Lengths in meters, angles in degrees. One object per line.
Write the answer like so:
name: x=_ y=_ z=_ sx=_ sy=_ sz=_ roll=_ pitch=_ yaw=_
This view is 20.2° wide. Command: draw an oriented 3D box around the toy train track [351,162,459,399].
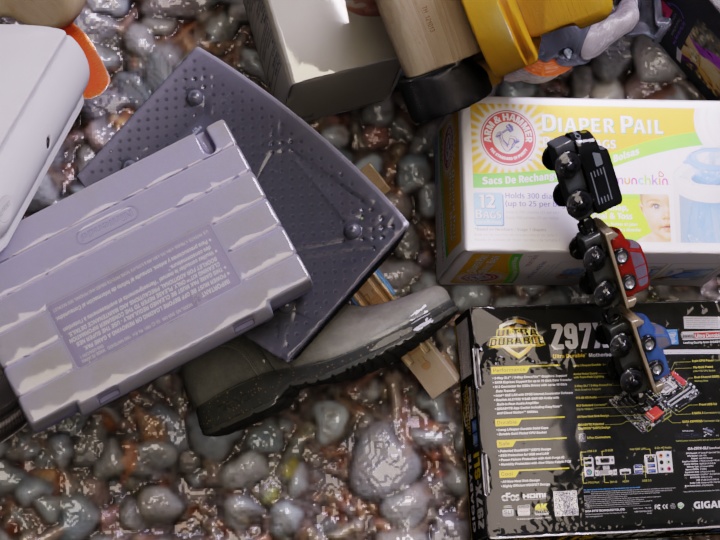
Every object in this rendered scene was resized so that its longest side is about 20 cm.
toy train track: x=0.000 y=0.000 z=1.397 sx=0.114 sy=0.033 sz=0.201 roll=-37 pitch=93 yaw=18

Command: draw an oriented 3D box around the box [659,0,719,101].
box: x=0.287 y=-0.195 z=1.456 sx=0.122 sy=0.106 sz=0.200 roll=-38 pitch=85 yaw=-16

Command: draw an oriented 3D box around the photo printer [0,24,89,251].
photo printer: x=-0.280 y=-0.078 z=1.293 sx=0.165 sy=0.070 sz=0.201 roll=3 pitch=41 yaw=16

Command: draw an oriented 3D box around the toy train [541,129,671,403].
toy train: x=0.167 y=-0.002 z=1.331 sx=0.045 sy=0.034 sz=0.201 roll=-24 pitch=115 yaw=-9

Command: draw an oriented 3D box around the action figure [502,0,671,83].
action figure: x=0.117 y=-0.215 z=1.403 sx=0.198 sy=0.195 sz=0.105 roll=19 pitch=43 yaw=17

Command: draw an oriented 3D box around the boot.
boot: x=-0.045 y=0.017 z=1.358 sx=0.198 sy=0.068 sz=0.132 roll=-23 pitch=81 yaw=2

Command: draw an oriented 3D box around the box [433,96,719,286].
box: x=0.155 y=-0.053 z=1.403 sx=0.198 sy=0.101 sz=0.114 roll=0 pitch=77 yaw=-9

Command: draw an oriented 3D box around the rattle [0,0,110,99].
rattle: x=-0.230 y=-0.223 z=1.423 sx=0.130 sy=0.143 sz=0.200 roll=-40 pitch=102 yaw=16

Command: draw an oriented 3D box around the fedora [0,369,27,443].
fedora: x=-0.286 y=0.032 z=1.319 sx=0.198 sy=0.090 sz=0.179 roll=13 pitch=74 yaw=-5

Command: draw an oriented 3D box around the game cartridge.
game cartridge: x=-0.144 y=0.005 z=1.277 sx=0.199 sy=0.038 sz=0.130 roll=-27 pitch=79 yaw=-10

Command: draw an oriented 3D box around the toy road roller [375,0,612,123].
toy road roller: x=0.086 y=-0.185 z=1.316 sx=0.145 sy=0.200 sz=0.124 roll=-19 pitch=103 yaw=13

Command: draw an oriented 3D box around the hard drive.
hard drive: x=-0.076 y=-0.042 z=1.338 sx=0.200 sy=0.042 sz=0.135 roll=40 pitch=82 yaw=19

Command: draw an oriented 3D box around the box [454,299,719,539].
box: x=0.171 y=0.104 z=1.394 sx=0.198 sy=0.049 sz=0.161 roll=-2 pitch=75 yaw=-10

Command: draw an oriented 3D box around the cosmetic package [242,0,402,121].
cosmetic package: x=-0.040 y=-0.216 z=1.413 sx=0.086 sy=0.103 sz=0.202 roll=-14 pitch=80 yaw=-11
